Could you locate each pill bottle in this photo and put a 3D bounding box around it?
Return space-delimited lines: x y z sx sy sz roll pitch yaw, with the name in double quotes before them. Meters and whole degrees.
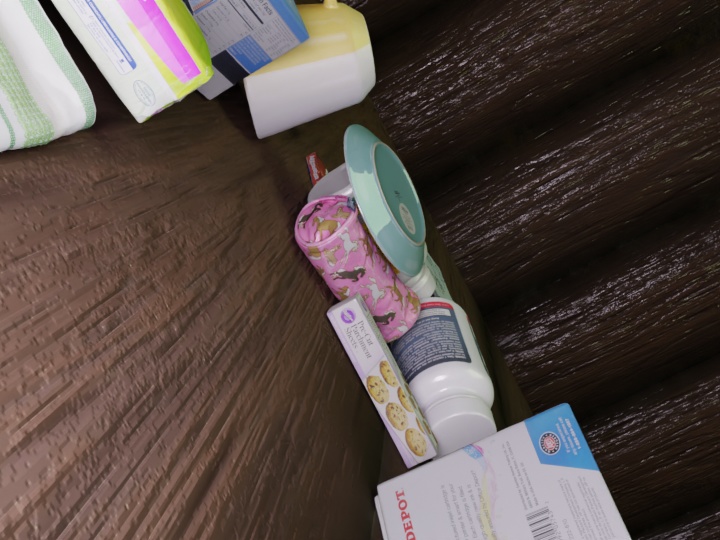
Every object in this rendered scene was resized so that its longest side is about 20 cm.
"pill bottle" 0.022 -0.042 1.107 0.201 0.112 0.113 58 12 -22
"pill bottle" 0.105 0.140 1.048 0.120 0.118 0.201 55 13 -35

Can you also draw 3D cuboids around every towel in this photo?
"towel" -0.212 -0.132 0.420 0.151 0.030 0.200 61 11 -11

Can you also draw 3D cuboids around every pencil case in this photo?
"pencil case" 0.000 0.000 0.982 0.201 0.086 0.083 56 -6 -38

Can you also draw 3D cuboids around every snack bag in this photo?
"snack bag" 0.179 0.030 1.936 0.189 0.021 0.202 48 18 -52

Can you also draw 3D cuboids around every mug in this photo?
"mug" -0.064 -0.252 0.949 0.187 0.151 0.151 85 -7 -66

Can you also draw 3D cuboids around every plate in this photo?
"plate" 0.040 -0.090 1.008 0.201 0.025 0.202 51 26 -37

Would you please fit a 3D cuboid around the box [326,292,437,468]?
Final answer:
"box" 0.026 0.124 0.925 0.202 0.041 0.039 63 10 -5

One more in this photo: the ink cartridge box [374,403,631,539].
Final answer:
"ink cartridge box" 0.126 0.231 0.724 0.085 0.198 0.146 57 12 -42

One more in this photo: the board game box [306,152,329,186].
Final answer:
"board game box" -0.020 -0.078 1.244 0.201 0.019 0.104 54 13 -42

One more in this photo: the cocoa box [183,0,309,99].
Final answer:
"cocoa box" -0.159 -0.307 0.822 0.202 0.130 0.133 67 11 18

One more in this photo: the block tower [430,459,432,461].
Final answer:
"block tower" 0.124 0.249 1.056 0.058 0.053 0.201 56 12 -34

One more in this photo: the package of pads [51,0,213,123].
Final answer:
"package of pads" -0.176 -0.206 0.600 0.155 0.068 0.201 58 3 -31
